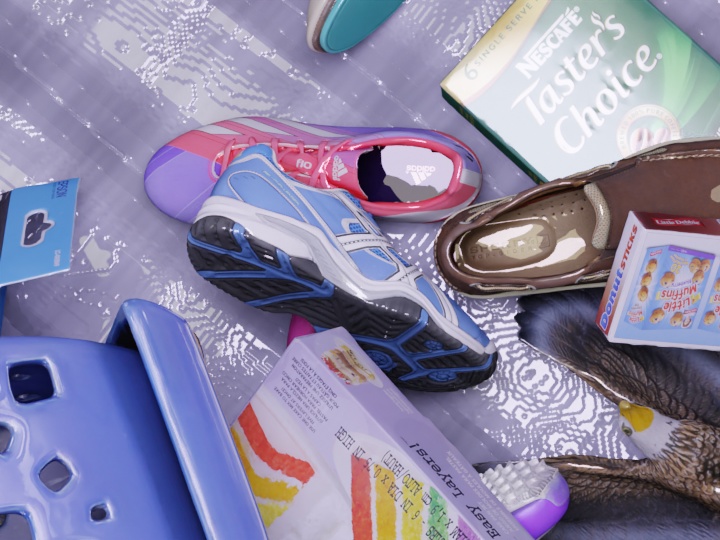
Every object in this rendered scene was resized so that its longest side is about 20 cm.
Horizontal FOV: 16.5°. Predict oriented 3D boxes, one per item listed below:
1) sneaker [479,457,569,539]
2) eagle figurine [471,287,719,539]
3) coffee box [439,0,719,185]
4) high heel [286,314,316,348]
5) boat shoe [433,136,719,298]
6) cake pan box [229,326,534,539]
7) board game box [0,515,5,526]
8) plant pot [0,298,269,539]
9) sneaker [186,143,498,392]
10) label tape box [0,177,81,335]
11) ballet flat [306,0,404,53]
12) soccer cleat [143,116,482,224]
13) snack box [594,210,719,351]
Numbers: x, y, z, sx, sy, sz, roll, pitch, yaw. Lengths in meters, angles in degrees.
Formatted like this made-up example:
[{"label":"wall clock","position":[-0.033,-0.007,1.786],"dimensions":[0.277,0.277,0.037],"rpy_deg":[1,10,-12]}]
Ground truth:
[{"label":"sneaker","position":[0.060,0.186,1.391],"dimensions":[0.200,0.070,0.100],"rpy_deg":[-39,93,32]},{"label":"eagle figurine","position":[0.167,0.100,1.392],"dimensions":[0.152,0.199,0.152],"rpy_deg":[-36,123,-32]},{"label":"coffee box","position":[0.155,-0.083,1.436],"dimensions":[0.200,0.044,0.123],"rpy_deg":[44,91,7]},{"label":"high heel","position":[-0.048,0.086,1.438],"dimensions":[0.096,0.067,0.201],"rpy_deg":[-7,70,31]},{"label":"boat shoe","position":[0.139,-0.024,1.375],"dimensions":[0.201,0.075,0.075],"rpy_deg":[-18,86,7]},{"label":"cake pan box","position":[-0.009,0.165,1.343],"dimensions":[0.200,0.052,0.184],"rpy_deg":[48,118,19]},{"label":"board game box","position":[-0.231,0.183,1.418],"dimensions":[0.199,0.103,0.105],"rpy_deg":[25,88,6]},{"label":"plant pot","position":[-0.153,0.132,1.272],"dimensions":[0.179,0.200,0.201],"rpy_deg":[-19,80,-15]},{"label":"sneaker","position":[0.000,0.000,1.383],"dimensions":[0.200,0.076,0.077],"rpy_deg":[33,51,-23]},{"label":"label tape box","position":[-0.247,0.024,1.407],"dimensions":[0.199,0.143,0.066],"rpy_deg":[-16,114,3]},{"label":"ballet flat","position":[0.028,-0.213,1.454],"dimensions":[0.200,0.069,0.069],"rpy_deg":[-45,83,-2]},{"label":"soccer cleat","position":[-0.029,-0.057,1.433],"dimensions":[0.199,0.076,0.067],"rpy_deg":[2,86,5]},{"label":"snack box","position":[0.232,0.012,1.377],"dimensions":[0.199,0.024,0.072],"rpy_deg":[5,118,-20]}]
